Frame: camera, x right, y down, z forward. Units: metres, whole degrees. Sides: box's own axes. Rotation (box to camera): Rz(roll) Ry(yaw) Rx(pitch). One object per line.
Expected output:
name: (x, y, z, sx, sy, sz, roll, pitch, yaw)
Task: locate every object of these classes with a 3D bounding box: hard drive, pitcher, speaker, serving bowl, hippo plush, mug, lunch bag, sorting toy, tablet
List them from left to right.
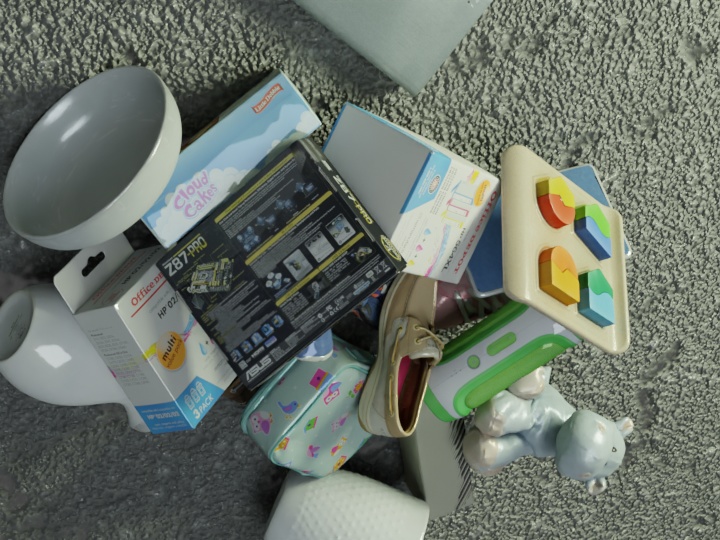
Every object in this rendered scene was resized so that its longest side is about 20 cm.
pitcher: (-0.279, 0.067, 1.364, 0.199, 0.121, 0.173, 27, 85, -42)
serving bowl: (-0.246, -0.098, 1.227, 0.200, 0.200, 0.066, -40, 133, 4)
lunch bag: (-0.041, 0.154, 1.475, 0.161, 0.077, 0.200, -51, 154, 2)
mug: (-0.033, 0.341, 1.554, 0.174, 0.148, 0.201, 24, 71, -2)
hard drive: (0.027, -0.292, 1.321, 0.199, 0.033, 0.140, 33, 102, -32)
speaker: (0.159, 0.090, 1.450, 0.199, 0.089, 0.088, -35, 125, 16)
tablet: (0.203, -0.047, 1.479, 0.198, 0.131, 0.014, -14, 157, -13)
hippo plush: (0.228, 0.209, 1.536, 0.160, 0.160, 0.200, -57, 157, 0)
sorting toy: (0.229, -0.023, 1.387, 0.199, 0.187, 0.036, 25, 146, -38)

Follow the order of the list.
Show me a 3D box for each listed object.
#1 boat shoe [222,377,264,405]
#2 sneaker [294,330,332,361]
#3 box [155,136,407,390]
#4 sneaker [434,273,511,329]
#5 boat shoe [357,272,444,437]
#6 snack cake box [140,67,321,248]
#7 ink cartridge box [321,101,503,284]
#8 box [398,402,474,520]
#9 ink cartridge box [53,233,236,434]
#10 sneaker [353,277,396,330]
boat shoe: (-0.108, 0.071, 1.447, 0.072, 0.072, 0.201, 9, 114, -23)
sneaker: (-0.093, -0.001, 1.347, 0.080, 0.199, 0.116, -14, 128, -54)
box: (-0.079, -0.005, 1.248, 0.200, 0.049, 0.162, -40, 88, 17)
sneaker: (0.166, 0.023, 1.508, 0.199, 0.105, 0.076, -29, 127, -3)
boat shoe: (0.059, 0.090, 1.422, 0.073, 0.069, 0.202, 17, 86, -46)
snack cake box: (-0.138, -0.117, 1.297, 0.200, 0.115, 0.067, -38, 103, 3)
ink cartridge box: (0.051, -0.076, 1.352, 0.199, 0.125, 0.129, 12, 107, -58)
box: (0.089, 0.205, 1.593, 0.068, 0.082, 0.201, -18, 124, -13)
ink cartridge box: (-0.213, 0.053, 1.315, 0.067, 0.115, 0.201, -11, 119, 38)
sneaker: (0.000, 0.000, 1.419, 0.079, 0.075, 0.200, -57, 165, -9)
